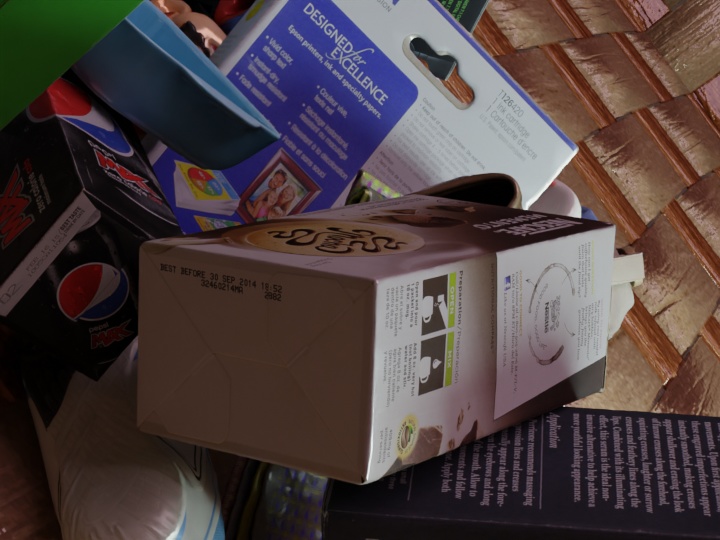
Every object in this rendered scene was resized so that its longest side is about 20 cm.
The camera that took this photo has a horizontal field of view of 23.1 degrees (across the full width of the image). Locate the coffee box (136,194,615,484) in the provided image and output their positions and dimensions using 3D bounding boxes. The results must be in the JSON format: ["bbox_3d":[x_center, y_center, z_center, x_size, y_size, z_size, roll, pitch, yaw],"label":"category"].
[{"bbox_3d":[0.013,0.021,0.735,0.199,0.112,0.080,-12,108,-55],"label":"coffee box"}]

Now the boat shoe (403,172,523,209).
[{"bbox_3d":[0.000,0.000,0.918,0.072,0.199,0.073,50,-24,19],"label":"boat shoe"}]

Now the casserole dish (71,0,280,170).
[{"bbox_3d":[-0.115,-0.111,0.855,0.121,0.039,0.200,34,8,-44],"label":"casserole dish"}]

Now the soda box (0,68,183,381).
[{"bbox_3d":[-0.136,-0.039,0.783,0.063,0.071,0.200,36,12,-32],"label":"soda box"}]

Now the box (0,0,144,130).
[{"bbox_3d":[-0.184,-0.150,0.738,0.097,0.200,0.177,32,26,-44],"label":"box"}]

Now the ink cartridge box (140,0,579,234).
[{"bbox_3d":[-0.008,-0.056,0.978,0.198,0.200,0.047,43,-9,-23],"label":"ink cartridge box"}]

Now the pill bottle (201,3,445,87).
[{"bbox_3d":[-0.036,-0.163,1.189,0.200,0.116,0.116,52,19,14],"label":"pill bottle"}]

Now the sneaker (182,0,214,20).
[{"bbox_3d":[-0.038,-0.103,1.091,0.200,0.114,0.076,53,0,5],"label":"sneaker"}]

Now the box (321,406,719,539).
[{"bbox_3d":[0.086,0.146,0.758,0.107,0.198,0.150,-74,167,-66],"label":"box"}]

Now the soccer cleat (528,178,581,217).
[{"bbox_3d":[0.067,-0.019,1.111,0.069,0.199,0.078,-52,121,-32],"label":"soccer cleat"}]

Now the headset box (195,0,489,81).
[{"bbox_3d":[-0.002,-0.233,1.109,0.199,0.093,0.175,15,50,-11],"label":"headset box"}]

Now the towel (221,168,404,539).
[{"bbox_3d":[0.010,0.069,0.863,0.023,0.201,0.143,13,-12,45],"label":"towel"}]

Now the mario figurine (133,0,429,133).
[{"bbox_3d":[-0.059,-0.118,0.994,0.106,0.198,0.124,97,-20,-56],"label":"mario figurine"}]

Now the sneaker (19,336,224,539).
[{"bbox_3d":[-0.101,0.072,0.755,0.201,0.071,0.073,-109,180,-50],"label":"sneaker"}]

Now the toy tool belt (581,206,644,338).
[{"bbox_3d":[0.148,-0.006,1.343,0.123,0.124,0.200,60,19,-2],"label":"toy tool belt"}]
